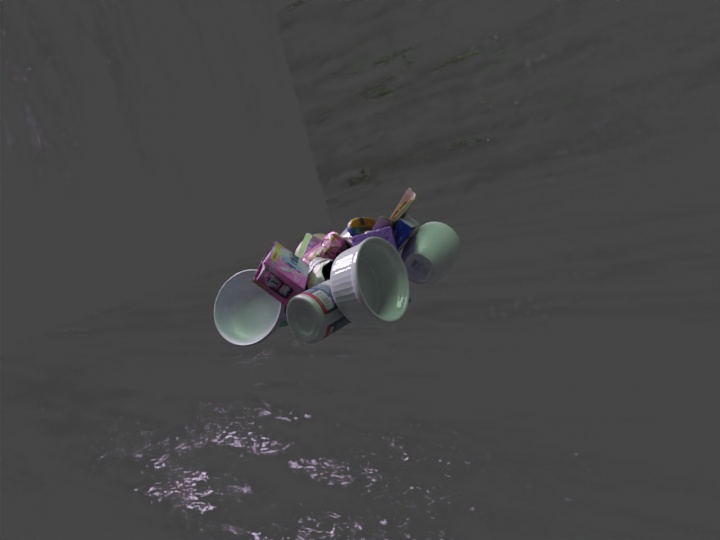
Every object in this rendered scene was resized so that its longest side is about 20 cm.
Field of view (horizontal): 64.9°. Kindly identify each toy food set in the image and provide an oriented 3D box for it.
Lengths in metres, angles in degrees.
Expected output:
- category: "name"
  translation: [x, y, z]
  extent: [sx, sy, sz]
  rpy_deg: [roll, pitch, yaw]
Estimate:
- category: "toy food set"
  translation: [0.074, -0.136, 1.565]
  extent: [0.200, 0.060, 0.144]
  rpy_deg: [-49, -7, -49]

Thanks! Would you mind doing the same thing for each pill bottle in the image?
- category: "pill bottle"
  translation: [-0.072, 0.086, 1.371]
  extent: [0.119, 0.121, 0.199]
  rpy_deg: [-7, 12, 40]

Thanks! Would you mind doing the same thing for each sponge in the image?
- category: "sponge"
  translation: [0.052, -0.003, 1.449]
  extent: [0.110, 0.202, 0.030]
  rpy_deg: [-15, -7, 10]

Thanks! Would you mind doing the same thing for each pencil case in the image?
- category: "pencil case"
  translation: [-0.124, -0.026, 1.636]
  extent: [0.200, 0.087, 0.083]
  rpy_deg: [-40, 30, -14]

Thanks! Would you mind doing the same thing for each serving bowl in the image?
- category: "serving bowl"
  translation: [-0.282, 0.102, 1.486]
  extent: [0.198, 0.202, 0.066]
  rpy_deg: [-13, -20, 17]

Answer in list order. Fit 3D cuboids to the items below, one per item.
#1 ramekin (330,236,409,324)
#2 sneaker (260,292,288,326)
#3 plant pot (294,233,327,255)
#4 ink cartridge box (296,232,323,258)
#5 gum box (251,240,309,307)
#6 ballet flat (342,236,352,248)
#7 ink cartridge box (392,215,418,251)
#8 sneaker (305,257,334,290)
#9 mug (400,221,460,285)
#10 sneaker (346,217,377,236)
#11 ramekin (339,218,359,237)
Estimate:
- category: "ramekin"
  translation: [0.020, 0.031, 1.327]
  extent: [0.097, 0.202, 0.200]
  rpy_deg: [-16, 7, 38]
- category: "sneaker"
  translation: [-0.280, 0.097, 1.566]
  extent: [0.198, 0.141, 0.078]
  rpy_deg: [-15, 8, -3]
- category: "plant pot"
  translation: [-0.092, -0.010, 1.838]
  extent: [0.186, 0.189, 0.199]
  rpy_deg: [-21, 24, -29]
- category: "ink cartridge box"
  translation: [-0.152, 0.000, 1.714]
  extent: [0.103, 0.201, 0.059]
  rpy_deg: [24, 4, -26]
- category: "gum box"
  translation: [-0.196, 0.009, 1.422]
  extent: [0.066, 0.113, 0.200]
  rpy_deg: [-51, 12, 13]
- category: "ballet flat"
  translation: [-0.017, -0.076, 1.669]
  extent: [0.046, 0.068, 0.200]
  rpy_deg: [-35, 13, -8]
- category: "ink cartridge box"
  translation: [0.112, -0.098, 1.569]
  extent: [0.094, 0.044, 0.200]
  rpy_deg: [-57, -5, 12]
- category: "sneaker"
  translation: [-0.121, 0.052, 1.499]
  extent: [0.073, 0.202, 0.080]
  rpy_deg: [31, -22, -34]
- category: "mug"
  translation: [0.173, -0.023, 1.595]
  extent: [0.200, 0.148, 0.175]
  rpy_deg: [-45, -1, 34]
- category: "sneaker"
  translation: [0.033, -0.105, 1.689]
  extent: [0.199, 0.076, 0.088]
  rpy_deg: [4, -23, -36]
- category: "ramekin"
  translation: [0.029, -0.080, 1.846]
  extent: [0.105, 0.200, 0.200]
  rpy_deg: [-52, 7, 7]
